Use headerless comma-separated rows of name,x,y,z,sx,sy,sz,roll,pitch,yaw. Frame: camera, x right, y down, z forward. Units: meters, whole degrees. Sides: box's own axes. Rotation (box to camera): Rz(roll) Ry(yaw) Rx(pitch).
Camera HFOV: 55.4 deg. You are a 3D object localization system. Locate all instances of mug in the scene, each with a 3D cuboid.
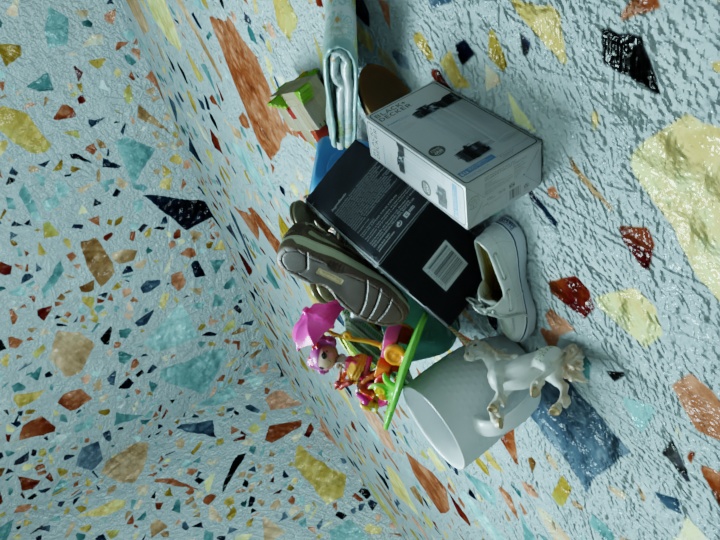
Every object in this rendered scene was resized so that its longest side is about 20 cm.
mug,0.102,0.063,1.144,0.185,0.113,0.154,-66,-40,-69
mug,0.184,0.187,1.014,0.149,0.174,0.200,61,163,-13

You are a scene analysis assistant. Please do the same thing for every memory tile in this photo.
memory tile,-0.035,-0.036,1.030,0.199,0.017,0.155,-18,-92,-63

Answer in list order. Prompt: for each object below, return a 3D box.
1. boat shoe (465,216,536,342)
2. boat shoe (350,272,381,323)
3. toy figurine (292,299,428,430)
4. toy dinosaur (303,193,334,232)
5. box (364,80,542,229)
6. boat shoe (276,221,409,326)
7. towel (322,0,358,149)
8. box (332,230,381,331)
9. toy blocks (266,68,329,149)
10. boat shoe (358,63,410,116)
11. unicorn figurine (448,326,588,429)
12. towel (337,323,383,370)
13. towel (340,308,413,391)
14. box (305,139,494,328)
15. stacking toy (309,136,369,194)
boat shoe,0.182,0.032,0.925,0.075,0.085,0.204,42,155,45
boat shoe,0.000,0.000,1.188,0.072,0.067,0.203,53,-155,-61
toy figurine,-0.015,0.123,1.020,0.182,0.151,0.202,20,123,8
toy dinosaur,-0.041,-0.110,1.368,0.135,0.085,0.203,28,129,42
box,0.105,-0.144,0.814,0.200,0.116,0.061,45,158,43
boat shoe,-0.015,-0.002,0.926,0.201,0.075,0.075,34,129,-19
towel,-0.029,-0.293,0.952,0.201,0.047,0.174,93,175,-60
box,0.030,-0.003,1.268,0.202,0.109,0.035,59,-170,3
toy blocks,-0.085,-0.272,1.230,0.137,0.100,0.200,54,167,-22
boat shoe,0.055,-0.190,0.959,0.202,0.070,0.070,58,163,7
unicorn figurine,0.205,0.137,0.916,0.197,0.138,0.075,-6,125,23
towel,0.046,0.123,1.304,0.018,0.199,0.087,-38,80,45
towel,0.026,0.132,1.171,0.152,0.023,0.200,41,-174,-10
box,0.059,-0.052,0.970,0.200,0.124,0.196,39,-179,-45
stacking toy,-0.019,-0.148,1.221,0.200,0.108,0.118,67,-148,-79
